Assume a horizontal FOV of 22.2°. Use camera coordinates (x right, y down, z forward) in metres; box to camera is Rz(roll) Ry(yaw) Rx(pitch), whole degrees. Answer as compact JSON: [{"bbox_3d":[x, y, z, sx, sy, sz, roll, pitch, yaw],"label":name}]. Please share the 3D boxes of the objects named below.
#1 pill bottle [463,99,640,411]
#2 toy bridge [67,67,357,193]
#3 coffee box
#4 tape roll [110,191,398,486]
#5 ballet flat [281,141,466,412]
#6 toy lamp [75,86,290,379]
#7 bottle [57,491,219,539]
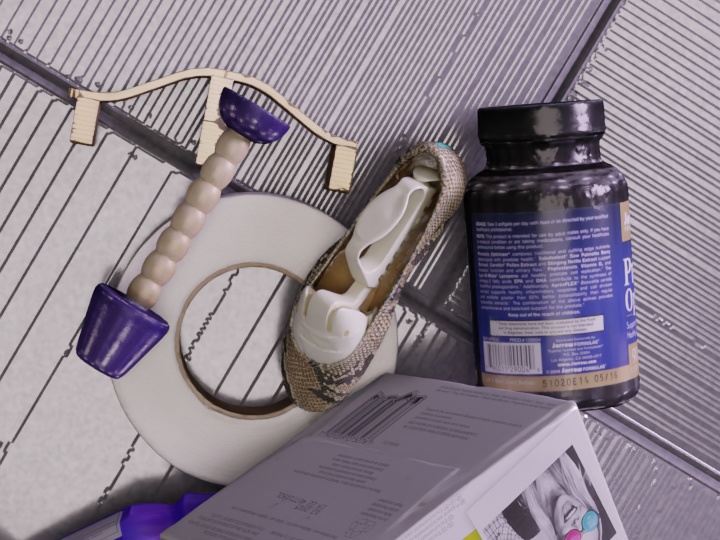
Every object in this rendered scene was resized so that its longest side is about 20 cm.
[{"bbox_3d":[0.126,-0.011,1.228,0.111,0.112,0.201,-4,96,-5],"label":"pill bottle"},{"bbox_3d":[-0.099,-0.102,1.242,0.199,0.027,0.068,11,92,-6],"label":"toy bridge"},{"bbox_3d":[0.036,0.205,1.148,0.200,0.199,0.199,-34,111,-28],"label":"coffee box"},{"bbox_3d":[-0.073,0.048,1.253,0.202,0.037,0.204,-1,95,-6],"label":"tape roll"},{"bbox_3d":[0.000,0.000,1.198,0.068,0.075,0.201,32,92,15],"label":"ballet flat"},{"bbox_3d":[-0.121,-0.022,1.198,0.058,0.058,0.201,31,89,-7],"label":"toy lamp"},{"bbox_3d":[-0.147,0.201,1.233,0.199,0.065,0.084,-25,103,6],"label":"bottle"}]
